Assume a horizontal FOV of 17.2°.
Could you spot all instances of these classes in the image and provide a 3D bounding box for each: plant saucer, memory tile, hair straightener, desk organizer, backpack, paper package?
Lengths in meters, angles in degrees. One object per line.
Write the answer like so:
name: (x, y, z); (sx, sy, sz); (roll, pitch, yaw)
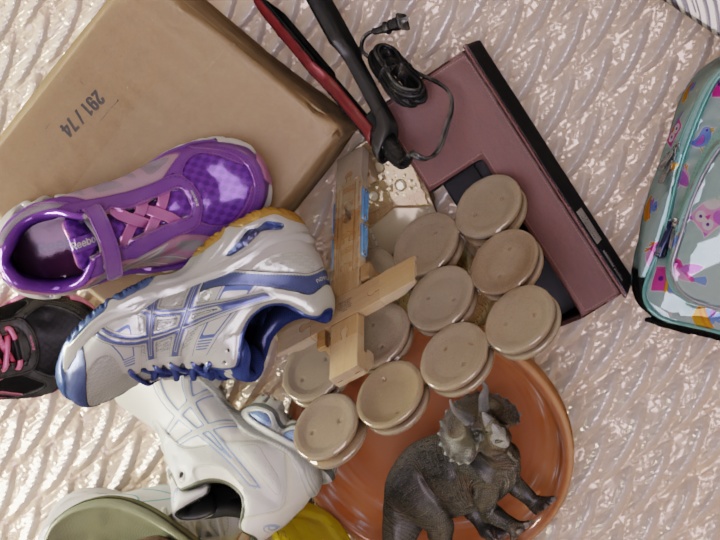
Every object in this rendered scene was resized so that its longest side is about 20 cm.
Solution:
plant saucer: (0.050, 0.113, 1.641); (0.200, 0.037, 0.201); (6, 120, 11)
memory tile: (0.034, 0.034, 1.558); (0.200, 0.154, 0.017); (-29, 135, 16)
hair straightener: (0.003, -0.144, 1.593); (0.077, 0.041, 0.200); (-43, 53, 11)
desk organizer: (0.099, -0.052, 1.624); (0.077, 0.072, 0.200); (-33, 91, 13)
backpack: (0.278, -0.048, 1.559); (0.175, 0.153, 0.200); (15, 87, 1)
paper package: (-0.135, -0.081, 1.637); (0.191, 0.103, 0.200); (39, 101, 3)

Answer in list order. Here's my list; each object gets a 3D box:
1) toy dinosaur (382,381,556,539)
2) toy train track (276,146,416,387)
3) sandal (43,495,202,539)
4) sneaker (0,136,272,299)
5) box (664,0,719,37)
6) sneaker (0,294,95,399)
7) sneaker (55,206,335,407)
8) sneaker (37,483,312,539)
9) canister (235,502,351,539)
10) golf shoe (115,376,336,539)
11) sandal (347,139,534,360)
toy dinosaur: (0.064, 0.145, 1.603); (0.102, 0.077, 0.200); (52, 135, 2)
toy train track: (0.000, 0.000, 1.579); (0.115, 0.200, 0.033); (-28, 130, 28)
sandal: (-0.140, 0.207, 1.593); (0.201, 0.057, 0.080); (16, 112, 34)
sneaker: (-0.155, -0.028, 1.550); (0.200, 0.088, 0.081); (-18, 92, 9)
box: (0.190, -0.229, 1.584); (0.200, 0.082, 0.068); (34, 102, 4)
sneaker: (-0.280, 0.063, 1.681); (0.199, 0.095, 0.079); (-10, 94, 8)
sneaker: (-0.109, 0.044, 1.546); (0.200, 0.075, 0.088); (-34, 71, 14)
sneaker: (-0.133, 0.184, 1.683); (0.200, 0.080, 0.071); (-10, 94, 8)
canister: (-0.072, 0.273, 1.641); (0.200, 0.086, 0.149); (-54, 43, 20)
golf shoe: (-0.115, 0.120, 1.629); (0.200, 0.078, 0.097); (21, 65, 38)
sandal: (0.048, 0.006, 1.638); (0.078, 0.070, 0.212); (-28, 93, 11)
